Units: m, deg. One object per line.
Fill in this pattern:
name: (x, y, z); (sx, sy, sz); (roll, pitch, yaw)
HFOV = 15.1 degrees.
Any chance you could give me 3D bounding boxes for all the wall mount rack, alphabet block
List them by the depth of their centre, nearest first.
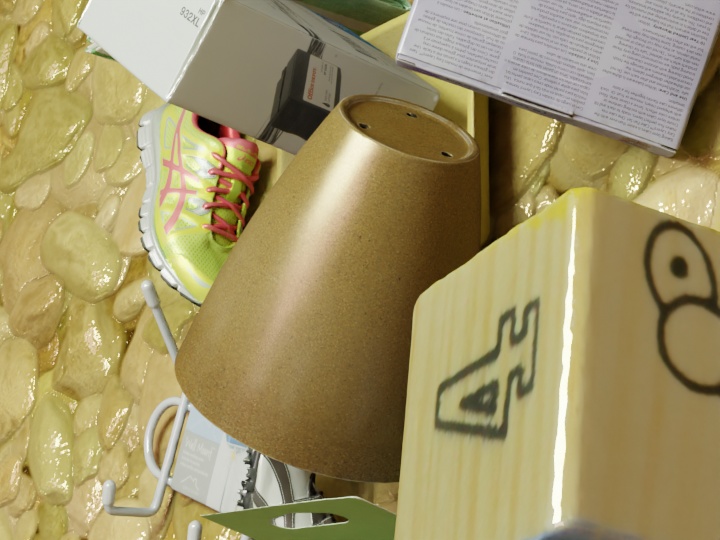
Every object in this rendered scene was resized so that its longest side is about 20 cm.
alphabet block: (0.145, 0.099, 1.503); (0.196, 0.195, 0.201); (-34, 42, 53)
wall mount rack: (-0.115, 0.107, 1.941); (0.200, 0.074, 0.174); (18, 96, 50)

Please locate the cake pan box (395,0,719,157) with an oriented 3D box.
cake pan box: (0.134, -0.187, 1.712); (0.052, 0.199, 0.185); (108, 180, -85)

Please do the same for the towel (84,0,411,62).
towel: (-0.085, -0.181, 1.985); (0.200, 0.152, 0.023); (-22, 63, 43)

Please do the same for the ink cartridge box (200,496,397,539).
ink cartridge box: (0.017, 0.193, 1.661); (0.145, 0.200, 0.048); (-12, 62, 46)

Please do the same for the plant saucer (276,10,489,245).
plant saucer: (0.024, -0.072, 1.893); (0.200, 0.048, 0.201); (-22, 57, 42)

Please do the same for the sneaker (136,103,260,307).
sneaker: (-0.112, -0.059, 2.024); (0.090, 0.078, 0.201); (-32, 53, 28)

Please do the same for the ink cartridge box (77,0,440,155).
ink cartridge box: (-0.069, -0.142, 1.834); (0.145, 0.200, 0.084); (40, 104, 50)

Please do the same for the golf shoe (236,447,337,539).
golf shoe: (-0.039, 0.173, 1.835); (0.094, 0.078, 0.201); (9, 90, 9)

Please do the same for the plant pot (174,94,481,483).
plant pot: (0.000, 0.000, 1.696); (0.186, 0.186, 0.201); (49, 127, 48)
